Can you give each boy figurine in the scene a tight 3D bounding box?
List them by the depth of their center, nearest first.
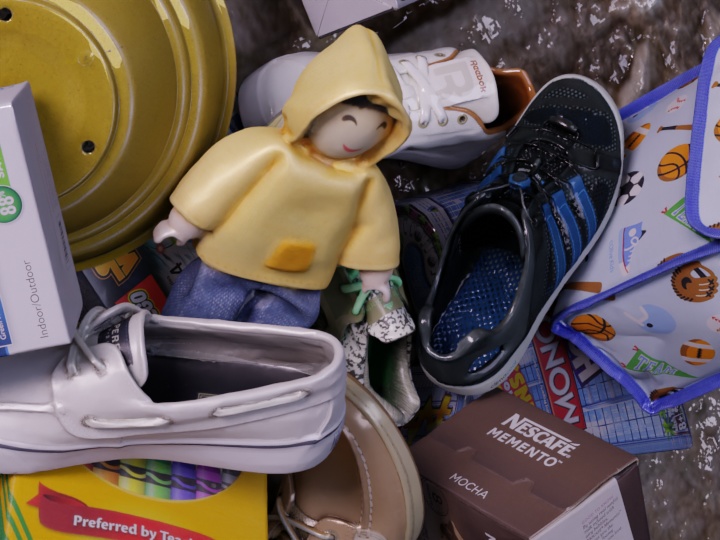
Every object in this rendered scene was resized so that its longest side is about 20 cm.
[{"bbox_3d":[-0.030,-0.019,0.763,0.124,0.065,0.200,21,115,-26],"label":"boy figurine"}]

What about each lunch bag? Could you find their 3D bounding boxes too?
[{"bbox_3d":[0.216,-0.039,0.915,0.124,0.200,0.170,37,49,-25],"label":"lunch bag"}]

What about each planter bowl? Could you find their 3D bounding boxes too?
[{"bbox_3d":[-0.154,-0.082,0.719,0.200,0.083,0.201,-2,107,-6],"label":"planter bowl"}]

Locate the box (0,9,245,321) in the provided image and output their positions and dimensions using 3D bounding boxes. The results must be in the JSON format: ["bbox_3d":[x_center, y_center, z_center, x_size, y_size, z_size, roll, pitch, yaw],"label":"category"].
[{"bbox_3d":[-0.128,-0.072,0.828,0.137,0.040,0.200,-42,110,-33],"label":"box"}]

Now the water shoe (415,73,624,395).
[{"bbox_3d":[0.092,-0.027,0.876,0.079,0.071,0.201,67,45,-67],"label":"water shoe"}]

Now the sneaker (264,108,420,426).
[{"bbox_3d":[0.000,0.000,0.841,0.077,0.089,0.201,-32,130,-25],"label":"sneaker"}]

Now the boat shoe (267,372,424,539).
[{"bbox_3d":[-0.013,0.134,0.823,0.064,0.071,0.200,-31,138,-27],"label":"boat shoe"}]

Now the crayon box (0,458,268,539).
[{"bbox_3d":[-0.108,0.124,0.738,0.127,0.051,0.200,17,40,-21],"label":"crayon box"}]

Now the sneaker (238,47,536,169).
[{"bbox_3d":[0.021,-0.100,0.899,0.200,0.085,0.073,-7,74,-47],"label":"sneaker"}]

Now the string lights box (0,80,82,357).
[{"bbox_3d":[-0.224,-0.005,0.660,0.199,0.059,0.103,-12,106,-1],"label":"string lights box"}]

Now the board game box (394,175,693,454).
[{"bbox_3d":[0.094,0.042,0.969,0.199,0.062,0.201,-19,96,-38],"label":"board game box"}]

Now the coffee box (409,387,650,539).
[{"bbox_3d":[0.100,0.179,0.880,0.080,0.113,0.201,-31,124,-26],"label":"coffee box"}]

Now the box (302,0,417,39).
[{"bbox_3d":[0.031,-0.219,0.928,0.200,0.060,0.117,-33,104,-49],"label":"box"}]

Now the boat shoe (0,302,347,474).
[{"bbox_3d":[-0.104,0.047,0.707,0.199,0.066,0.072,7,43,-3],"label":"boat shoe"}]
